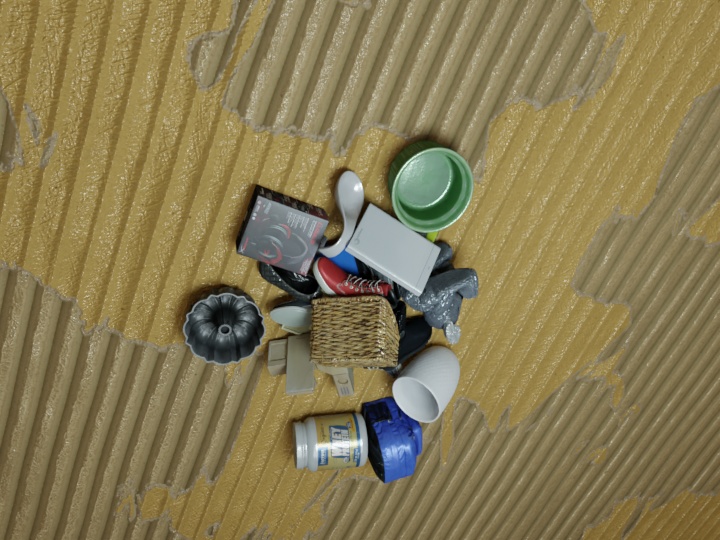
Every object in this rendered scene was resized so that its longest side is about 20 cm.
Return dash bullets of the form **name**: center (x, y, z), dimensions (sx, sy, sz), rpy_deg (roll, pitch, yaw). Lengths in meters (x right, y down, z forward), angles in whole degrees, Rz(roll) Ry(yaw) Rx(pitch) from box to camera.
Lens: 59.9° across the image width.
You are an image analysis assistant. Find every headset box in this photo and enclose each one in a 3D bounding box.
- **headset box**: center (-0.173, -0.088, 1.449), dimensions (0.196, 0.075, 0.151), rpy_deg (19, 111, -22)

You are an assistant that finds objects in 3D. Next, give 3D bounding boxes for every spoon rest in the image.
- **spoon rest**: center (-0.035, -0.129, 1.420), dimensions (0.099, 0.059, 0.205), rpy_deg (34, 66, -48)

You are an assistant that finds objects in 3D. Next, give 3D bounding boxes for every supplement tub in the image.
- **supplement tub**: center (-0.086, 0.477, 1.736), dimensions (0.194, 0.146, 0.148), rpy_deg (-3, 119, -12)

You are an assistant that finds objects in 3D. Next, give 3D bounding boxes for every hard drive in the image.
- **hard drive**: center (0.077, -0.049, 1.427), dimensions (0.197, 0.134, 0.027), rpy_deg (31, 151, -5)

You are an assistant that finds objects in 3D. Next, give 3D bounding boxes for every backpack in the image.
- **backpack**: center (0.093, 0.471, 1.744), dimensions (0.163, 0.201, 0.166), rpy_deg (-14, 120, -5)

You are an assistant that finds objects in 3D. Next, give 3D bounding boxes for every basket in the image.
- **basket**: center (-0.009, 0.147, 1.465), dimensions (0.195, 0.153, 0.142), rpy_deg (-5, 164, 23)

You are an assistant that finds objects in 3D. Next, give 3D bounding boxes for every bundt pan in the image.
- **bundt pan**: center (-0.331, 0.125, 1.526), dimensions (0.196, 0.076, 0.207), rpy_deg (-6, 120, -10)

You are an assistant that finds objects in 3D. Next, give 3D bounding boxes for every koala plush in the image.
- **koala plush**: center (0.194, 0.074, 1.573), dimensions (0.181, 0.178, 0.202), rpy_deg (-29, 134, -9)

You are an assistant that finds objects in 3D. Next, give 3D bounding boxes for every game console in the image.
- **game console**: center (0.000, 0.000, 1.556), dimensions (0.170, 0.117, 0.204), rpy_deg (-37, 122, -34)

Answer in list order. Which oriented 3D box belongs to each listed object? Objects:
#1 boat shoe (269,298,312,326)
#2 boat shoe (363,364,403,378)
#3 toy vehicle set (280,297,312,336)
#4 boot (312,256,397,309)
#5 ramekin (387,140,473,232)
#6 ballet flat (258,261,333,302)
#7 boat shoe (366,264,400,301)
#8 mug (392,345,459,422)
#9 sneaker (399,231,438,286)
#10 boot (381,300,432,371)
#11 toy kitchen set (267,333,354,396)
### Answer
- **boat shoe**: center (-0.124, 0.093, 1.536), dimensions (0.194, 0.061, 0.077), rpy_deg (0, 139, 4)
- **boat shoe**: center (0.036, 0.238, 1.658), dimensions (0.093, 0.074, 0.202), rpy_deg (-47, 120, -23)
- **toy vehicle set**: center (-0.095, 0.123, 1.611), dimensions (0.196, 0.027, 0.126), rpy_deg (22, 111, -23)
- **boot**: center (-0.007, 0.027, 1.448), dimensions (0.200, 0.073, 0.143), rpy_deg (44, 139, -18)
- **ramekin**: center (0.156, -0.201, 1.454), dimensions (0.194, 0.098, 0.205), rpy_deg (-6, 119, -11)
- **ballet flat**: center (-0.153, 0.025, 1.491), dimensions (0.196, 0.067, 0.057), rpy_deg (22, 145, 0)
- **boat shoe**: center (0.053, -0.010, 1.478), dimensions (0.074, 0.065, 0.204), rpy_deg (-27, 115, -37)
- **mug**: center (0.176, 0.302, 1.698), dimensions (0.148, 0.175, 0.200), rpy_deg (48, 138, -2)
- **sneaker**: center (0.119, -0.049, 1.499), dimensions (0.080, 0.202, 0.074), rpy_deg (35, 142, -12)
- **boot**: center (0.112, 0.139, 1.585), dimensions (0.199, 0.076, 0.171), rpy_deg (-36, 141, -30)
- **toy kitchen set**: center (-0.125, 0.285, 1.607), dimensions (0.194, 0.166, 0.183), rpy_deg (-8, 136, 5)
